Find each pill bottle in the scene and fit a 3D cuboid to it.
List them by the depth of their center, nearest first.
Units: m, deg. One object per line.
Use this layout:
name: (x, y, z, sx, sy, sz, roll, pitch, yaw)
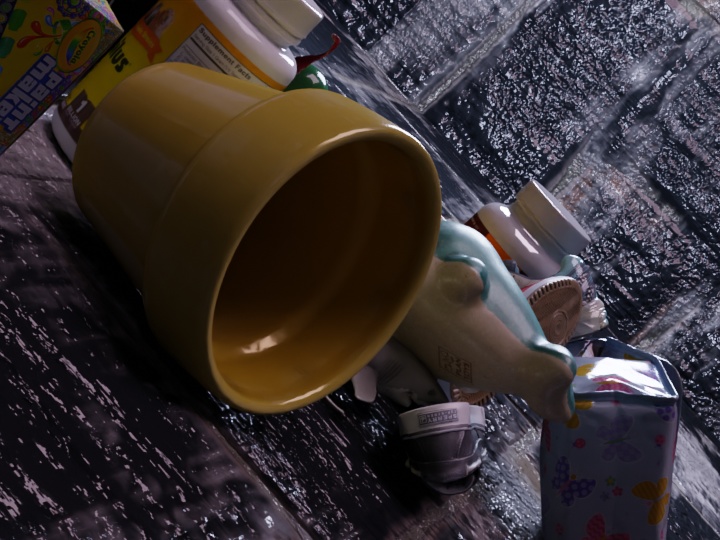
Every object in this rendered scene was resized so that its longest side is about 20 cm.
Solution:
pill bottle: (-0.123, -0.142, 1.218, 0.109, 0.200, 0.109, 45, 10, -10)
pill bottle: (0.126, 0.008, 1.653, 0.113, 0.200, 0.113, 44, 11, -10)

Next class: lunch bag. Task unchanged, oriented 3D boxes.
lunch bag: (0.220, 0.159, 1.486, 0.126, 0.171, 0.200, 3, 10, 2)

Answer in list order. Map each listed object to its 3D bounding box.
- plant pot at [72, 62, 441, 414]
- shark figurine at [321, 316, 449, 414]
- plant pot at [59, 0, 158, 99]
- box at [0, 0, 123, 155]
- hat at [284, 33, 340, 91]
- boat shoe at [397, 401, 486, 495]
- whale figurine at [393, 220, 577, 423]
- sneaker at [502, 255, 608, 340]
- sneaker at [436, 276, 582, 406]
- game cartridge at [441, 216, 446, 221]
plant pot: (-0.081, -0.039, 1.080, 0.189, 0.201, 0.201, 35, 2, 36)
shark figurine: (-0.009, 0.042, 1.247, 0.128, 0.090, 0.214, 33, 5, 24)
plant pot: (-0.225, -0.265, 1.346, 0.177, 0.200, 0.200, 36, 9, 8)
box: (-0.282, -0.211, 1.063, 0.192, 0.122, 0.200, 38, 14, -45)
hat: (-0.058, -0.208, 1.700, 0.165, 0.176, 0.200, 13, 34, -43)
boat shoe: (0.068, 0.142, 1.309, 0.200, 0.071, 0.068, 69, 12, -83)
whale figurine: (0.097, 0.036, 1.313, 0.200, 0.104, 0.160, 31, -30, 27)
sneaker: (0.128, 0.038, 1.576, 0.078, 0.199, 0.087, 31, 46, -83)
sneaker: (0.104, 0.055, 1.487, 0.112, 0.200, 0.072, 9, -60, 43)
game cartridge: (-0.011, -0.055, 1.547, 0.200, 0.032, 0.176, 44, -29, -10)
